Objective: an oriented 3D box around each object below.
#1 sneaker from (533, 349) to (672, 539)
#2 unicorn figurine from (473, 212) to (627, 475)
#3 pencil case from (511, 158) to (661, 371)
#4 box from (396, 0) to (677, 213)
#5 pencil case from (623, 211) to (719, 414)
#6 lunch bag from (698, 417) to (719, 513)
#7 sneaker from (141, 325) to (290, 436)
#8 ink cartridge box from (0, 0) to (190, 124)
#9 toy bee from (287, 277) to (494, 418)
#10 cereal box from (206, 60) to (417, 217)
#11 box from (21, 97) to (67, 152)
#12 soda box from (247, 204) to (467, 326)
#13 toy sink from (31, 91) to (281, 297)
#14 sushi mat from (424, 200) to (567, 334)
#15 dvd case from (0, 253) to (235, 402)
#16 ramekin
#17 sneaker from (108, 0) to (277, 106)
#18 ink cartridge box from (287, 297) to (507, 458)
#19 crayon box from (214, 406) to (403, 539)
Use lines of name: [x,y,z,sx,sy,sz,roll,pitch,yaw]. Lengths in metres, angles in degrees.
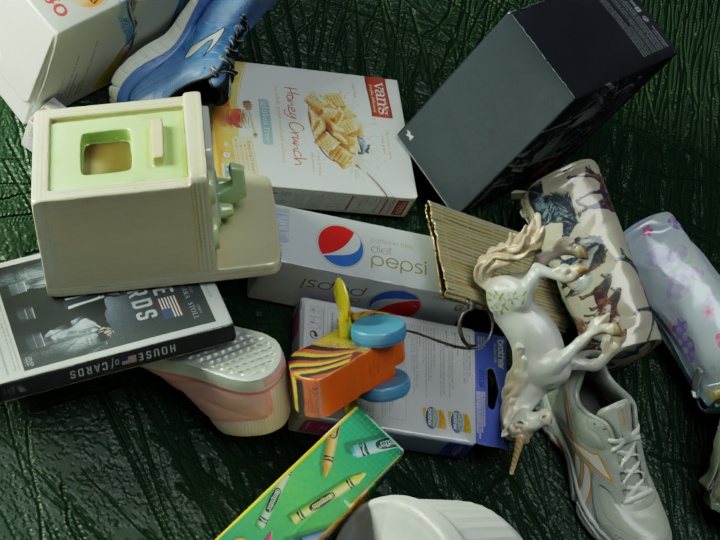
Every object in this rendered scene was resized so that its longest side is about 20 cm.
sneaker: [0.226,0.164,1.640,0.075,0.092,0.201,-18,69,-31]
unicorn figurine: [0.162,0.063,1.613,0.137,0.074,0.201,-28,72,13]
pencil case: [0.216,0.001,1.728,0.089,0.078,0.201,-21,79,6]
box: [0.167,-0.167,1.736,0.182,0.200,0.104,-25,75,-44]
pencil case: [0.317,0.041,1.763,0.090,0.083,0.201,-31,73,-4]
lunch bag: [0.420,0.153,1.673,0.198,0.165,0.118,6,15,-14]
sneaker: [-0.143,0.083,1.561,0.199,0.105,0.076,20,58,27]
ink cartridge box: [-0.260,-0.262,1.671,0.200,0.145,0.147,-34,77,-34]
toy bee: [0.002,0.074,1.560,0.199,0.108,0.132,6,97,-44]
cereal box: [-0.051,-0.127,1.739,0.198,0.040,0.145,3,58,-20]
box: [-0.215,-0.076,1.640,0.199,0.042,0.039,37,53,4]
soda box: [0.000,0.000,1.663,0.198,0.068,0.064,12,54,-16]
toy sink: [-0.171,-0.069,1.531,0.198,0.113,0.131,-5,40,-4]
sushi mat: [0.129,-0.001,1.691,0.199,0.012,0.096,16,56,-49]
dvd case: [-0.220,0.030,1.522,0.199,0.025,0.151,-15,42,-14]
ramekin: [0.065,0.274,1.447,0.094,0.202,0.203,-5,61,-38]
sneaker: [-0.136,-0.199,1.687,0.200,0.079,0.089,-46,69,-4]
ink cartridge box: [0.035,0.100,1.634,0.198,0.042,0.120,10,58,-14]
crayon box: [-0.062,0.210,1.470,0.058,0.119,0.200,43,57,8]
